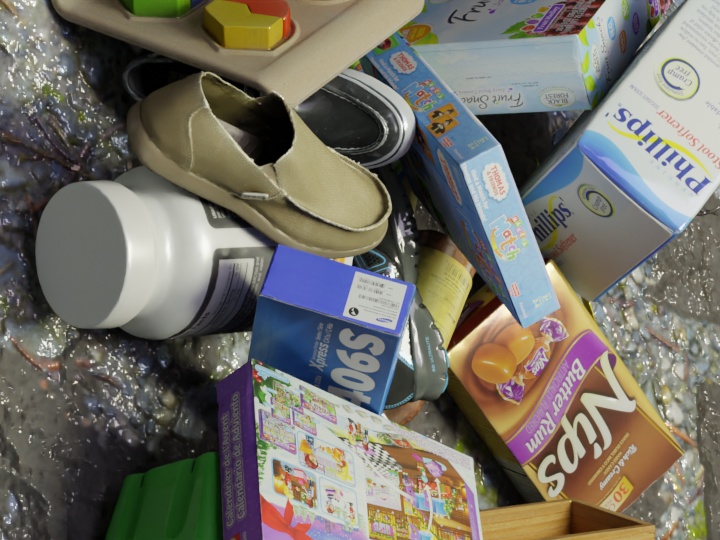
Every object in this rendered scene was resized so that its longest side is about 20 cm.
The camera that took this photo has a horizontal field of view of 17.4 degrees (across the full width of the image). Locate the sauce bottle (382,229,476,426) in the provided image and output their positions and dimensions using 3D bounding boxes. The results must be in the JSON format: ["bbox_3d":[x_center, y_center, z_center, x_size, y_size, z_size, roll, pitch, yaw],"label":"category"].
[{"bbox_3d":[0.026,0.065,1.709,0.066,0.066,0.200,42,55,-29],"label":"sauce bottle"}]

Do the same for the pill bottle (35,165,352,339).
[{"bbox_3d":[-0.109,-0.014,1.561,0.200,0.116,0.117,-3,80,-46],"label":"pill bottle"}]

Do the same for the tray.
[{"bbox_3d":[0.103,0.200,1.690,0.200,0.099,0.037,-2,98,-32],"label":"tray"}]

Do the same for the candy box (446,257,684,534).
[{"bbox_3d":[0.147,0.100,1.798,0.117,0.056,0.200,-41,111,-14],"label":"candy box"}]

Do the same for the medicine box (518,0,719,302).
[{"bbox_3d":[0.220,-0.099,1.758,0.103,0.182,0.200,40,68,-1],"label":"medicine box"}]

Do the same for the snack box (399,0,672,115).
[{"bbox_3d":[0.126,-0.187,1.788,0.200,0.168,0.068,-49,131,-51],"label":"snack box"}]

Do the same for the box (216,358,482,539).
[{"bbox_3d":[-0.003,0.153,1.499,0.200,0.039,0.137,27,42,-34],"label":"box"}]

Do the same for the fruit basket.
[{"bbox_3d":[-0.063,0.233,1.505,0.215,0.155,0.216,17,64,-41],"label":"fruit basket"}]

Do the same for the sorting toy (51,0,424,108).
[{"bbox_3d":[-0.082,-0.194,1.611,0.185,0.200,0.037,-41,147,-44],"label":"sorting toy"}]

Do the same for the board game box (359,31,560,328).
[{"bbox_3d":[0.066,-0.070,1.655,0.037,0.200,0.151,-28,128,-5],"label":"board game box"}]

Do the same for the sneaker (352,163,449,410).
[{"bbox_3d":[0.000,0.000,1.642,0.082,0.073,0.200,-14,82,-15],"label":"sneaker"}]

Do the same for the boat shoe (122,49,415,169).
[{"bbox_3d":[-0.064,-0.112,1.588,0.068,0.200,0.072,-40,147,-73],"label":"boat shoe"}]

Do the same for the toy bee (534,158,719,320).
[{"bbox_3d":[0.183,-0.023,1.887,0.200,0.109,0.131,2,84,-20],"label":"toy bee"}]

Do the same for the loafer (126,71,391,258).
[{"bbox_3d":[-0.054,-0.068,1.510,0.200,0.067,0.076,20,47,-33],"label":"loafer"}]

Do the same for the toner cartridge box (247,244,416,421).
[{"bbox_3d":[-0.026,0.065,1.551,0.095,0.200,0.043,17,57,4],"label":"toner cartridge box"}]

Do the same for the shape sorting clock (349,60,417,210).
[{"bbox_3d":[-0.022,-0.103,1.731,0.200,0.039,0.200,25,59,-50],"label":"shape sorting clock"}]
